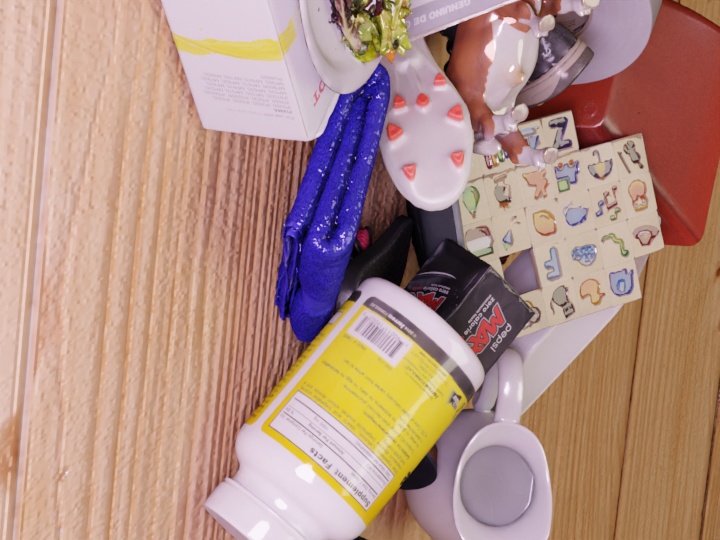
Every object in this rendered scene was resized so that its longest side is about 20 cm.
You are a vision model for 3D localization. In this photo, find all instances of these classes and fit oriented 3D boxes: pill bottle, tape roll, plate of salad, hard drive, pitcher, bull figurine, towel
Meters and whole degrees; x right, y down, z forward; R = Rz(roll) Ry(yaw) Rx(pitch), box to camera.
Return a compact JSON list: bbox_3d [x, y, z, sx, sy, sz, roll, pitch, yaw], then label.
[{"bbox_3d":[-0.014,0.113,1.597,0.200,0.112,0.113,-50,151,-10],"label":"pill bottle"},{"bbox_3d":[0.141,-0.237,1.799,0.201,0.199,0.066,73,33,-49],"label":"tape roll"},{"bbox_3d":[0.007,-0.210,1.439,0.200,0.048,0.202,9,90,-70],"label":"plate of salad"},{"bbox_3d":[0.057,-0.045,1.801,0.201,0.033,0.140,80,-3,-46],"label":"hard drive"},{"bbox_3d":[0.105,0.152,1.918,0.200,0.120,0.173,158,-61,-82],"label":"pitcher"},{"bbox_3d":[0.106,-0.171,1.651,0.065,0.121,0.202,-4,114,-32],"label":"bull figurine"},{"bbox_3d":[-0.024,-0.048,1.581,0.200,0.049,0.149,109,-6,-71],"label":"towel"}]

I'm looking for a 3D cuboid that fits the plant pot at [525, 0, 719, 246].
[{"bbox_3d":[0.200,-0.153,2.026,0.176,0.198,0.202,37,63,-54],"label":"plant pot"}]

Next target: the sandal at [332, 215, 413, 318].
[{"bbox_3d":[0.000,0.000,1.736,0.200,0.045,0.076,-36,139,-70],"label":"sandal"}]

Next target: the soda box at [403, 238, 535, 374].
[{"bbox_3d":[0.036,0.079,1.710,0.200,0.063,0.071,-51,129,-5],"label":"soda box"}]

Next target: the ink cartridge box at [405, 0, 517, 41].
[{"bbox_3d":[0.085,-0.250,1.573,0.084,0.198,0.177,25,48,-68],"label":"ink cartridge box"}]

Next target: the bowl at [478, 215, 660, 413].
[{"bbox_3d":[0.166,0.028,2.003,0.200,0.074,0.200,-47,165,-19],"label":"bowl"}]

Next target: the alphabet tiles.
[{"bbox_3d":[0.162,-0.043,1.879,0.199,0.008,0.169,-16,98,-30],"label":"alphabet tiles"}]

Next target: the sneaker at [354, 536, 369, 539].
[{"bbox_3d":[-0.004,0.261,1.663,0.200,0.075,0.116,8,103,-78],"label":"sneaker"}]

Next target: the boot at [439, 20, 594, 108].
[{"bbox_3d":[0.074,-0.188,1.778,0.151,0.200,0.073,49,64,-17],"label":"boot"}]

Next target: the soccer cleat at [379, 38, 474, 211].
[{"bbox_3d":[0.035,-0.121,1.657,0.078,0.069,0.201,86,-12,-60],"label":"soccer cleat"}]

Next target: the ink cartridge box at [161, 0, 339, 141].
[{"bbox_3d":[-0.062,-0.201,1.445,0.201,0.083,0.146,74,31,-47],"label":"ink cartridge box"}]

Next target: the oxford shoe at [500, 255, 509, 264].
[{"bbox_3d":[0.112,-0.026,1.972,0.071,0.074,0.201,-53,154,-54],"label":"oxford shoe"}]

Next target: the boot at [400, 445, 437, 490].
[{"bbox_3d":[0.022,0.082,1.830,0.201,0.074,0.098,76,15,-50],"label":"boot"}]
